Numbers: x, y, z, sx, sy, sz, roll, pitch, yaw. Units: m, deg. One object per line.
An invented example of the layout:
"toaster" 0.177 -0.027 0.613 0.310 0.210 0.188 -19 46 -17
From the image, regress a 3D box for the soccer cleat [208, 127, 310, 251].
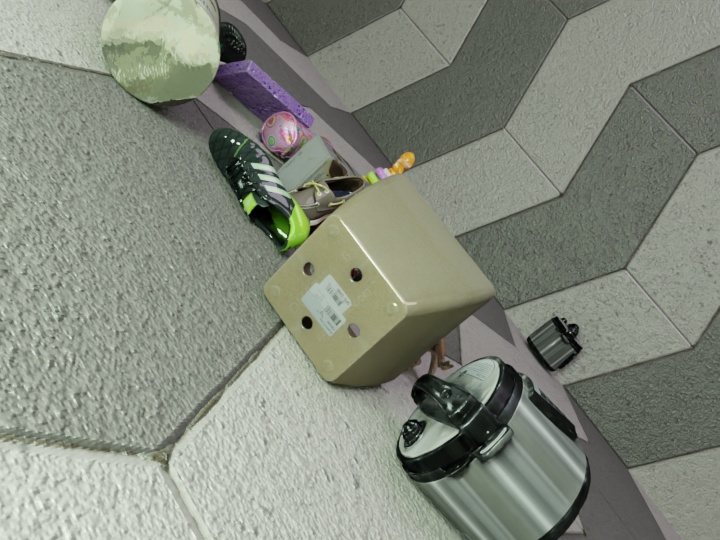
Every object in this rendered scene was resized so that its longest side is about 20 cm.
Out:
"soccer cleat" -0.145 -0.114 0.882 0.201 0.067 0.081 51 26 -1

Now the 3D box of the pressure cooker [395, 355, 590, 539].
"pressure cooker" 0.137 0.198 0.723 0.200 0.175 0.179 48 37 -6

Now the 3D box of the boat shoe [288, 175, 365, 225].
"boat shoe" -0.064 -0.115 1.009 0.072 0.060 0.199 39 32 29

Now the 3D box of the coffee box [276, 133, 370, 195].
"coffee box" -0.045 -0.131 1.144 0.199 0.113 0.080 37 18 -43

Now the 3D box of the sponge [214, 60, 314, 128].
"sponge" -0.192 -0.344 1.279 0.110 0.030 0.199 7 -18 38

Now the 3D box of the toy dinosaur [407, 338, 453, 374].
"toy dinosaur" 0.094 0.080 1.003 0.201 0.085 0.136 61 21 -24

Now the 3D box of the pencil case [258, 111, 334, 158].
"pencil case" -0.123 -0.253 1.295 0.088 0.087 0.200 54 14 16

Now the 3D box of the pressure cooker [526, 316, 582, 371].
"pressure cooker" 0.794 0.285 2.577 0.178 0.200 0.177 41 15 -34

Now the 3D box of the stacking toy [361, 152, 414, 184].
"stacking toy" 0.040 -0.178 1.359 0.110 0.200 0.117 38 16 -38

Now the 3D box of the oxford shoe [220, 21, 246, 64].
"oxford shoe" -0.290 -0.437 1.212 0.083 0.074 0.199 12 8 25

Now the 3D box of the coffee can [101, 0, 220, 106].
"coffee can" -0.266 -0.329 0.878 0.146 0.146 0.201 42 16 -30

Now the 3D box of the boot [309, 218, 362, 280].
"boot" 0.000 0.000 1.040 0.199 0.073 0.145 35 19 -26

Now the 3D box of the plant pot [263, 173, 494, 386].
"plant pot" 0.007 0.021 0.762 0.201 0.200 0.177 52 24 12
